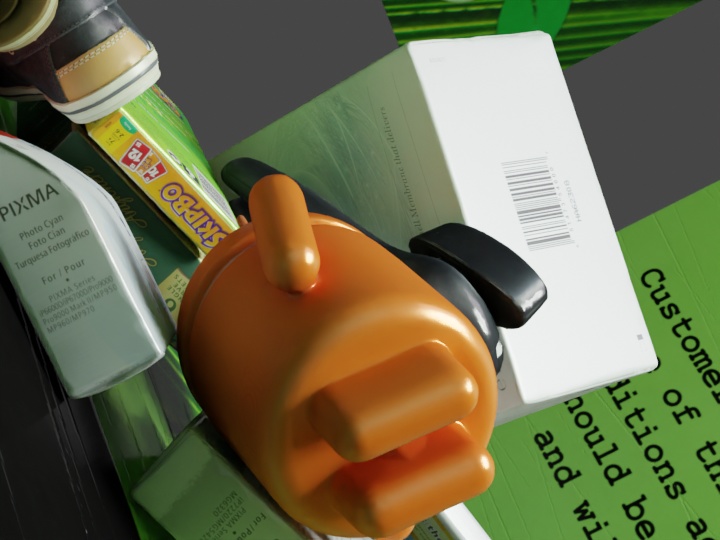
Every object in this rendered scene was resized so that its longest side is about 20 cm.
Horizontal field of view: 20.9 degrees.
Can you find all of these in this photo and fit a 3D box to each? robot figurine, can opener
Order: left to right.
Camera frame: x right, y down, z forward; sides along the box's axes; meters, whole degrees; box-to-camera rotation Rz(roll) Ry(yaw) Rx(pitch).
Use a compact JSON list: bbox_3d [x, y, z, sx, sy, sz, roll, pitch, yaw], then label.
[{"bbox_3d":[-0.014,0.041,0.872,0.143,0.117,0.200,32,4,-32],"label":"robot figurine"},{"bbox_3d":[0.000,0.000,0.998,0.199,0.078,0.064,26,-52,34],"label":"can opener"}]

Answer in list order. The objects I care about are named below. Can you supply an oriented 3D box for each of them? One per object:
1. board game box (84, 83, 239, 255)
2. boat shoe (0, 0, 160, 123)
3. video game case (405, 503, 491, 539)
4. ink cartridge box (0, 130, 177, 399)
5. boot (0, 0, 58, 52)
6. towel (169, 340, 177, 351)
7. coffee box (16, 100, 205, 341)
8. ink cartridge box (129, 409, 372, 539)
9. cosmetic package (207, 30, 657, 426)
[{"bbox_3d":[-0.118,-0.081,1.044,0.096,0.030,0.200,47,8,-27],"label":"board game box"},{"bbox_3d":[-0.154,-0.121,0.967,0.062,0.074,0.200,59,-12,-22],"label":"boat shoe"},{"bbox_3d":[0.028,0.194,1.315,0.200,0.023,0.182,53,-35,-8],"label":"video game case"},{"bbox_3d":[-0.144,-0.047,0.865,0.160,0.047,0.201,-132,-162,-87],"label":"ink cartridge box"},{"bbox_3d":[-0.184,-0.161,0.884,0.201,0.072,0.155,54,-4,16],"label":"boot"},{"bbox_3d":[-0.093,0.032,1.177,0.200,0.023,0.144,44,7,-38],"label":"towel"},{"bbox_3d":[-0.133,-0.046,1.065,0.123,0.044,0.200,48,5,-19],"label":"coffee box"},{"bbox_3d":[-0.024,0.140,0.938,0.176,0.045,0.200,42,0,0],"label":"ink cartridge box"},{"bbox_3d":[0.030,-0.003,1.103,0.199,0.122,0.201,-26,-101,46],"label":"cosmetic package"}]
